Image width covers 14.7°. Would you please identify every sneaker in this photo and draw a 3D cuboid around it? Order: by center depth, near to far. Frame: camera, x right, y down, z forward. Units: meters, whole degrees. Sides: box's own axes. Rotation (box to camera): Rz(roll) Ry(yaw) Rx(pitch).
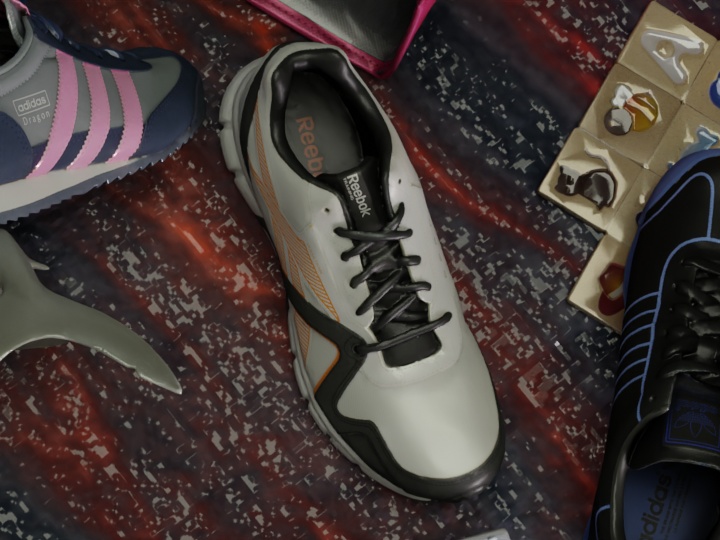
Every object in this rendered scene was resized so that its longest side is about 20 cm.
[{"bbox_3d":[-0.120,-0.073,1.053,0.070,0.200,0.082,3,107,25],"label":"sneaker"},{"bbox_3d":[0.000,0.000,1.109,0.074,0.080,0.200,-25,84,-14],"label":"sneaker"},{"bbox_3d":[0.135,0.043,1.114,0.070,0.078,0.200,12,81,-5],"label":"sneaker"}]

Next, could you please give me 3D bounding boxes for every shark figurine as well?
[{"bbox_3d":[-0.135,0.020,1.036,0.089,0.214,0.128,14,66,-29],"label":"shark figurine"}]

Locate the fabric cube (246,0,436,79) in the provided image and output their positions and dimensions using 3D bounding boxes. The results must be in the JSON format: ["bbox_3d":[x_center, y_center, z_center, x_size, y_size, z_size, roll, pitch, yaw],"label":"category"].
[{"bbox_3d":[-0.008,-0.230,1.095,0.196,0.200,0.199,31,74,0],"label":"fabric cube"}]

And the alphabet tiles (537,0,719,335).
[{"bbox_3d":[0.183,-0.022,1.177,0.200,0.006,0.166,31,76,-1],"label":"alphabet tiles"}]

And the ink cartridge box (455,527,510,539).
[{"bbox_3d":[-0.013,0.220,1.079,0.198,0.043,0.200,-14,82,-11],"label":"ink cartridge box"}]

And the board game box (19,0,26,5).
[{"bbox_3d":[-0.195,-0.188,1.057,0.056,0.200,0.196,-28,84,-13],"label":"board game box"}]
